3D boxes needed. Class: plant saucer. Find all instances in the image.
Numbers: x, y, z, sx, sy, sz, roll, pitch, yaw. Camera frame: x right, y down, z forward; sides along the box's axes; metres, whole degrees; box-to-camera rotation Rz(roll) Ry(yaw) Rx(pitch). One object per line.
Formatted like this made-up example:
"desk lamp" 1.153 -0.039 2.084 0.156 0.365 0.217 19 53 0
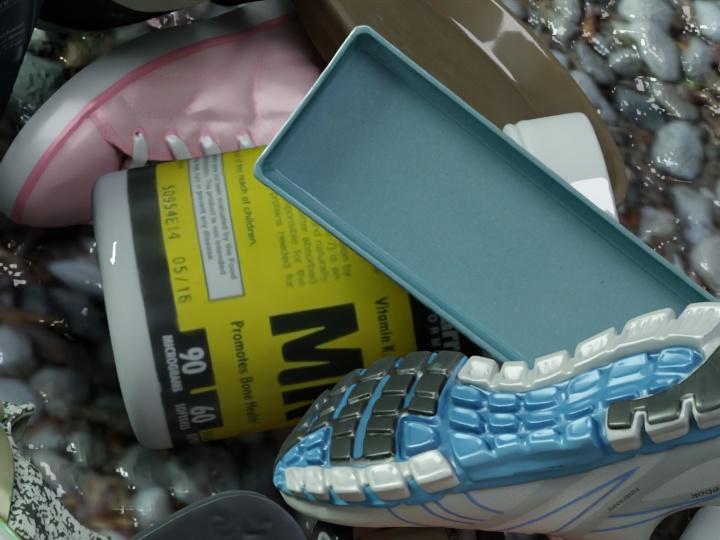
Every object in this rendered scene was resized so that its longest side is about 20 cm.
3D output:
"plant saucer" 0.040 -0.092 1.182 0.200 0.029 0.200 36 24 -19
"plant saucer" 0.056 -0.005 0.973 0.200 0.019 0.070 37 87 -14

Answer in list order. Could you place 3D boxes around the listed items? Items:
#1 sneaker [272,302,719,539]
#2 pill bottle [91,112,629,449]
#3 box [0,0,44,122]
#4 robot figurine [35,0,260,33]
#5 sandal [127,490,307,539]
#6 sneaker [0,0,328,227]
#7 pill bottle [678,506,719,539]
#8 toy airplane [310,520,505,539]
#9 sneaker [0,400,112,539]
"sneaker" 0.064 0.076 0.952 0.087 0.200 0.075 62 32 -35
"pill bottle" 0.000 0.000 1.035 0.200 0.114 0.114 -11 57 -1
"box" -0.207 -0.113 1.002 0.107 0.200 0.148 46 49 16
"robot figurine" -0.095 -0.167 1.071 0.125 0.200 0.150 -28 102 -35
"sandal" -0.107 0.142 0.905 0.200 0.043 0.076 -36 95 -6
"sneaker" -0.058 -0.049 1.115 0.105 0.075 0.200 45 44 17
"pill bottle" 0.220 0.068 1.111 0.120 0.120 0.200 36 72 2
"toy airplane" 0.043 0.187 0.946 0.200 0.141 0.199 13 24 18
"sneaker" -0.168 0.063 0.988 0.200 0.077 0.089 53 40 7
